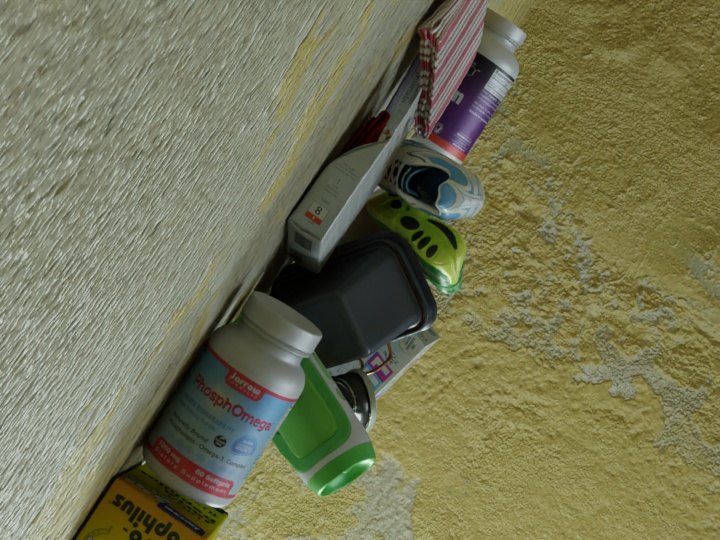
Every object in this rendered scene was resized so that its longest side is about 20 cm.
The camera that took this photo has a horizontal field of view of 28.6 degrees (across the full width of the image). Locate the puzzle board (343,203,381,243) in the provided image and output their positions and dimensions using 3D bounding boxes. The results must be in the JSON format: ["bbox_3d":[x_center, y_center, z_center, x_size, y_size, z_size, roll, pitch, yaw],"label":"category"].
[{"bbox_3d":[0.000,0.000,1.757,0.017,0.200,0.151,2,134,-35],"label":"puzzle board"}]

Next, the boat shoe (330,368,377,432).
[{"bbox_3d":[-0.037,0.156,1.579,0.060,0.072,0.201,-8,170,-21],"label":"boat shoe"}]

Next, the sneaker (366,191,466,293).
[{"bbox_3d":[0.062,-0.035,1.660,0.200,0.074,0.084,-126,-156,-54],"label":"sneaker"}]

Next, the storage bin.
[{"bbox_3d":[-0.033,0.063,1.598,0.199,0.146,0.134,-19,-169,35],"label":"storage bin"}]

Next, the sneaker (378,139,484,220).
[{"bbox_3d":[0.061,-0.110,1.612,0.200,0.072,0.072,28,-78,51],"label":"sneaker"}]

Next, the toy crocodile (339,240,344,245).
[{"bbox_3d":[-0.075,0.026,1.752,0.067,0.062,0.200,-30,165,-41],"label":"toy crocodile"}]

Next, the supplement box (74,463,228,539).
[{"bbox_3d":[-0.218,0.276,1.449,0.110,0.109,0.200,-57,178,-1],"label":"supplement box"}]

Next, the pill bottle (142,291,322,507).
[{"bbox_3d":[-0.125,0.126,1.409,0.200,0.109,0.109,-58,178,6],"label":"pill bottle"}]

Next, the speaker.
[{"bbox_3d":[-0.067,0.135,1.489,0.088,0.200,0.089,-31,162,-11],"label":"speaker"}]

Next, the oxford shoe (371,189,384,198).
[{"bbox_3d":[0.026,-0.132,1.929,0.200,0.071,0.074,-55,152,-37],"label":"oxford shoe"}]

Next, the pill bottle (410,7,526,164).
[{"bbox_3d":[0.127,-0.237,1.814,0.200,0.112,0.112,-58,178,5],"label":"pill bottle"}]

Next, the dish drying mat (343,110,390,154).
[{"bbox_3d":[-0.015,-0.114,1.637,0.077,0.018,0.200,-52,177,-27],"label":"dish drying mat"}]

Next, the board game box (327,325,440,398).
[{"bbox_3d":[-0.010,0.091,1.708,0.034,0.135,0.200,-25,162,-52],"label":"board game box"}]

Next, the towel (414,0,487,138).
[{"bbox_3d":[0.102,-0.258,1.601,0.147,0.030,0.200,-58,167,-26],"label":"towel"}]

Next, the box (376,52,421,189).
[{"bbox_3d":[0.050,-0.185,1.746,0.200,0.039,0.041,-58,172,30],"label":"box"}]

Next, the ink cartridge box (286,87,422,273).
[{"bbox_3d":[-0.010,-0.103,1.522,0.200,0.050,0.162,-59,177,-12],"label":"ink cartridge box"}]
